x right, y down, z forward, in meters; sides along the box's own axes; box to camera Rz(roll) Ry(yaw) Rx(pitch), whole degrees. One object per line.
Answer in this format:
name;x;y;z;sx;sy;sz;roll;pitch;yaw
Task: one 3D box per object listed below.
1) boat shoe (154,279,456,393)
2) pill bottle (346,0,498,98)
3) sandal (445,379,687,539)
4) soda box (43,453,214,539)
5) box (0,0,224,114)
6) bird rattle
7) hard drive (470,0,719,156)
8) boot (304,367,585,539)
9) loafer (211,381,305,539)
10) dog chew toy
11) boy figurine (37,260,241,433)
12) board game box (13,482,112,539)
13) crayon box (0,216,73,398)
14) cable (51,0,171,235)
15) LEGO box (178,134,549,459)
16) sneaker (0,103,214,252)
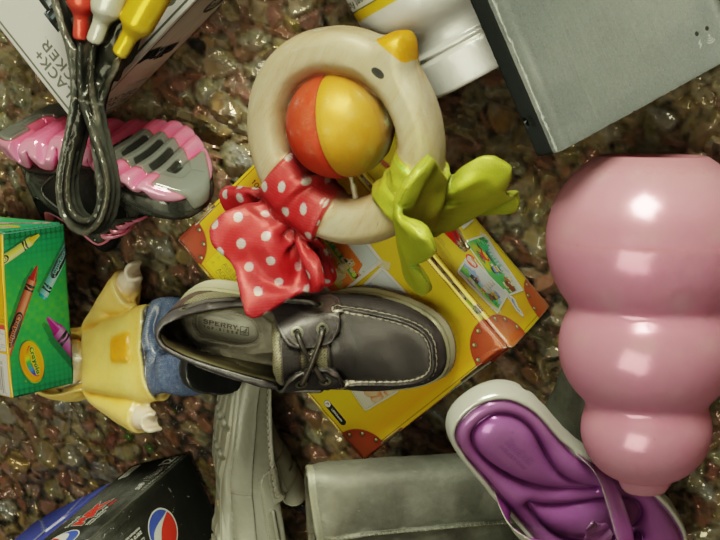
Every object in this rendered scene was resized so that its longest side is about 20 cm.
boat shoe;-0.039;0.048;1.034;0.199;0.065;0.073;9;113;23
pill bottle;0.029;-0.208;0.959;0.112;0.112;0.201;-24;99;32
sandal;0.126;0.146;1.006;0.202;0.050;0.082;38;113;-25
soda box;-0.186;0.212;1.189;0.063;0.200;0.071;-15;103;32
box;-0.153;-0.204;1.084;0.200;0.060;0.117;-37;91;33
bird rattle;-0.008;-0.063;0.969;0.199;0.112;0.164;0;106;40
hard drive;0.119;-0.185;0.916;0.201;0.139;0.033;65;159;-10
boot;0.063;0.129;1.061;0.198;0.073;0.183;3;113;-1
loafer;-0.073;0.153;1.196;0.069;0.070;0.202;-1;109;-12
dog chew toy;0.171;0.032;0.964;0.124;0.124;0.202;3;98;26
boy figurine;-0.172;0.056;1.189;0.199;0.064;0.125;-6;85;41
board game box;-0.211;0.297;1.263;0.097;0.159;0.201;-28;97;33
crayon box;-0.300;0.020;1.212;0.199;0.058;0.120;7;102;41
cable;-0.177;-0.126;1.041;0.097;0.050;0.201;23;101;19
LEGO box;0.000;0.000;1.080;0.200;0.077;0.149;50;123;1
sneaker;-0.170;-0.055;1.140;0.199;0.079;0.096;17;127;42
